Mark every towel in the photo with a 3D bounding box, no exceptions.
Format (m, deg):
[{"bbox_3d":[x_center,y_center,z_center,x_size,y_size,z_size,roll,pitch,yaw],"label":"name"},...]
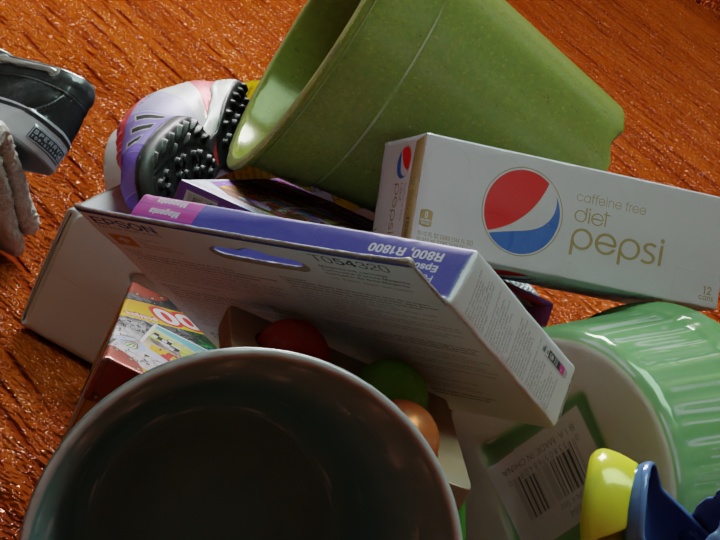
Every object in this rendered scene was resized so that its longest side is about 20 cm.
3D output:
[{"bbox_3d":[-0.258,-0.077,1.798,0.132,0.035,0.200,28,-16,7],"label":"towel"}]

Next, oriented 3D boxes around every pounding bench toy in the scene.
[{"bbox_3d":[0.001,0.127,1.496,0.200,0.156,0.124,24,15,-13],"label":"pounding bench toy"}]

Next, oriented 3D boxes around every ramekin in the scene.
[{"bbox_3d":[0.139,0.119,1.696,0.098,0.200,0.200,-2,32,-47],"label":"ramekin"}]

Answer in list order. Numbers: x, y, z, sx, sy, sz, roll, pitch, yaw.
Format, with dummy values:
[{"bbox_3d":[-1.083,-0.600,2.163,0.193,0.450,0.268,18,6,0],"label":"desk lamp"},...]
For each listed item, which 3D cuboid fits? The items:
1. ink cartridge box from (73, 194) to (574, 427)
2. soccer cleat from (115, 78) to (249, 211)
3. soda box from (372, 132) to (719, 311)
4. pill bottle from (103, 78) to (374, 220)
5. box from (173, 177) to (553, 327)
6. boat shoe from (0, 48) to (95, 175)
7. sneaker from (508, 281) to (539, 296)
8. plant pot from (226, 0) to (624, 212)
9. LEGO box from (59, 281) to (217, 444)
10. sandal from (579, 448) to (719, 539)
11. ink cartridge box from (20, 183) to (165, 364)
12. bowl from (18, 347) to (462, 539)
[{"bbox_3d":[-0.015,0.009,1.509,0.196,0.043,0.200,10,-22,29],"label":"ink cartridge box"},{"bbox_3d":[-0.122,-0.071,1.835,0.073,0.068,0.200,-1,18,13],"label":"soccer cleat"},{"bbox_3d":[0.110,-0.026,1.731,0.199,0.068,0.064,11,-6,-20],"label":"soda box"},{"bbox_3d":[-0.062,-0.070,1.979,0.199,0.113,0.113,-10,2,22],"label":"pill bottle"},{"bbox_3d":[0.000,0.000,1.767,0.200,0.039,0.137,25,12,21],"label":"box"},{"bbox_3d":[-0.242,-0.116,1.838,0.199,0.068,0.074,15,-24,44],"label":"boat shoe"},{"bbox_3d":[0.022,0.024,2.052,0.199,0.076,0.114,10,-3,-2],"label":"sneaker"},{"bbox_3d":[0.050,-0.096,1.821,0.190,0.200,0.200,33,14,-12],"label":"plant pot"},{"bbox_3d":[-0.058,0.099,1.639,0.200,0.077,0.149,25,15,-6],"label":"LEGO box"},{"bbox_3d":[0.172,0.183,1.570,0.087,0.200,0.080,-3,35,18],"label":"sandal"},{"bbox_3d":[-0.103,0.013,1.837,0.145,0.083,0.200,29,15,7],"label":"ink cartridge box"},{"bbox_3d":[-0.061,0.125,1.358,0.200,0.201,0.105,23,4,-14],"label":"bowl"}]
